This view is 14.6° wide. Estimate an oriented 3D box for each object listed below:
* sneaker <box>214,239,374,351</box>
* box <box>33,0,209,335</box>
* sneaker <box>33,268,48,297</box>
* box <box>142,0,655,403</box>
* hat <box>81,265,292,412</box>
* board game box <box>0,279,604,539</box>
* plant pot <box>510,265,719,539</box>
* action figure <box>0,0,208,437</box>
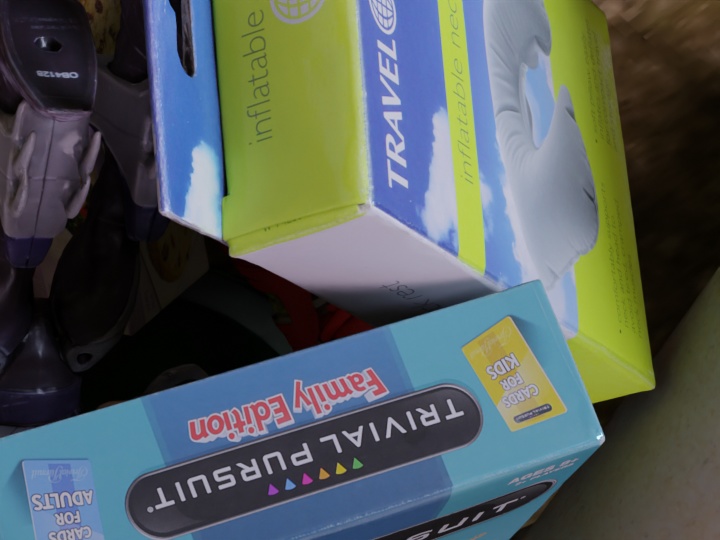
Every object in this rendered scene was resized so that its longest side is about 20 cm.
[{"bbox_3d":[0.000,0.000,0.846,0.077,0.085,0.200,-29,123,14],"label":"sneaker"},{"bbox_3d":[-0.082,-0.074,0.771,0.039,0.041,0.201,15,130,31],"label":"box"},{"bbox_3d":[-0.158,0.057,0.826,0.200,0.078,0.082,-46,118,-6],"label":"sneaker"},{"bbox_3d":[0.014,-0.044,0.732,0.047,0.122,0.200,-15,158,24],"label":"box"},{"bbox_3d":[-0.063,0.116,0.877,0.199,0.176,0.166,17,126,-25],"label":"hat"},{"bbox_3d":[-0.039,0.078,0.745,0.150,0.047,0.200,-16,163,-20],"label":"board game box"},{"bbox_3d":[0.138,0.085,0.824,0.200,0.201,0.184,13,119,-22],"label":"plant pot"},{"bbox_3d":[-0.088,0.018,0.755,0.130,0.069,0.201,-6,131,-32],"label":"action figure"}]
